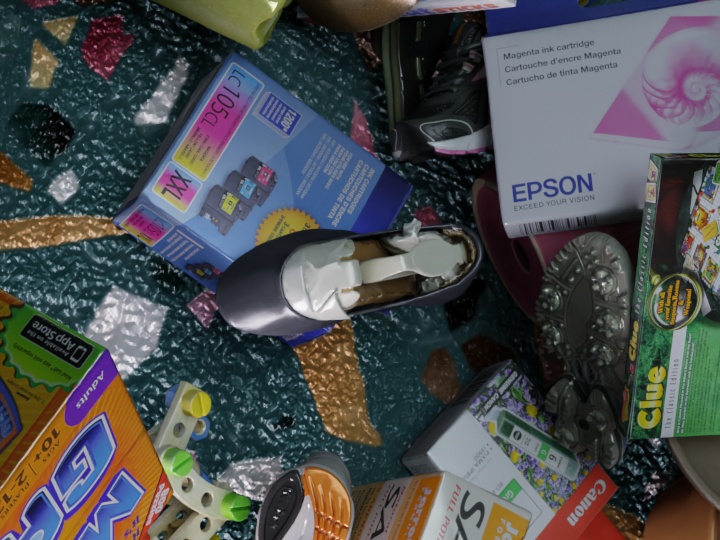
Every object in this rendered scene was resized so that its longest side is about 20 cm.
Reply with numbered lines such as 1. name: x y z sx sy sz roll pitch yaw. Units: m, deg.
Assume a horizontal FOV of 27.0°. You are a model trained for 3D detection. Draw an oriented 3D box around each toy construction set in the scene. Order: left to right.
1. toy construction set: -0.157 0.179 0.995 0.199 0.092 0.132 -37 119 -19

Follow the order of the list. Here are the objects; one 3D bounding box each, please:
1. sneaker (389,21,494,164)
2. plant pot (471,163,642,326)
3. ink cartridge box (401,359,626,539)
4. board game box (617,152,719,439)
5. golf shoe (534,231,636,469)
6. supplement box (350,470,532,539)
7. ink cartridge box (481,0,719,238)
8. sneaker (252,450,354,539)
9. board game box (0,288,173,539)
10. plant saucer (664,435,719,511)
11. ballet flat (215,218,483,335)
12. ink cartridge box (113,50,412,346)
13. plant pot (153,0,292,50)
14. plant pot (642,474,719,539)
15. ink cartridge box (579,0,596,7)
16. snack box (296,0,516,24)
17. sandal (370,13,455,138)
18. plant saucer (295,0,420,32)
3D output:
1. sneaker: 0.081 -0.144 1.150 0.200 0.080 0.087 -36 112 -51
2. plant pot: 0.193 -0.051 1.160 0.178 0.200 0.202 -25 89 -12
3. ink cartridge box: 0.136 0.180 1.150 0.109 0.050 0.200 -44 97 -26
4. board game box: 0.237 0.019 1.021 0.104 0.023 0.202 -1 110 -15
5. golf shoe: 0.184 0.043 1.097 0.097 0.078 0.202 -36 138 -33
6. supplement box: 0.022 0.212 1.008 0.073 0.200 0.127 28 68 -16
7. ink cartridge box: 0.188 -0.135 1.073 0.194 0.043 0.202 -9 76 11
8. sneaker: -0.054 0.213 1.015 0.075 0.092 0.201 30 103 4
9. board game box: -0.259 0.124 0.861 0.199 0.201 0.201 27 65 18
10. plant saucer: 0.305 0.105 1.102 0.198 0.030 0.202 7 62 -12
11. ballet flat: 0.000 0.000 1.021 0.198 0.073 0.074 -8 82 -27
12. ink cartridge box: -0.057 -0.041 1.091 0.199 0.076 0.137 36 67 -15
13. plant pot: -0.113 -0.255 1.035 0.183 0.200 0.201 33 67 -5
14. plant pot: 0.315 0.222 1.172 0.198 0.140 0.202 5 76 -22
15. ink cartridge box: 0.176 -0.297 1.222 0.199 0.136 0.077 -37 139 -27
16. snack box: 0.033 -0.226 1.110 0.024 0.199 0.073 9 86 -48
17. sandal: 0.034 -0.188 1.182 0.079 0.057 0.203 2 92 -42
18. plant saucer: 0.000 -0.279 1.108 0.035 0.199 0.203 13 72 -47
